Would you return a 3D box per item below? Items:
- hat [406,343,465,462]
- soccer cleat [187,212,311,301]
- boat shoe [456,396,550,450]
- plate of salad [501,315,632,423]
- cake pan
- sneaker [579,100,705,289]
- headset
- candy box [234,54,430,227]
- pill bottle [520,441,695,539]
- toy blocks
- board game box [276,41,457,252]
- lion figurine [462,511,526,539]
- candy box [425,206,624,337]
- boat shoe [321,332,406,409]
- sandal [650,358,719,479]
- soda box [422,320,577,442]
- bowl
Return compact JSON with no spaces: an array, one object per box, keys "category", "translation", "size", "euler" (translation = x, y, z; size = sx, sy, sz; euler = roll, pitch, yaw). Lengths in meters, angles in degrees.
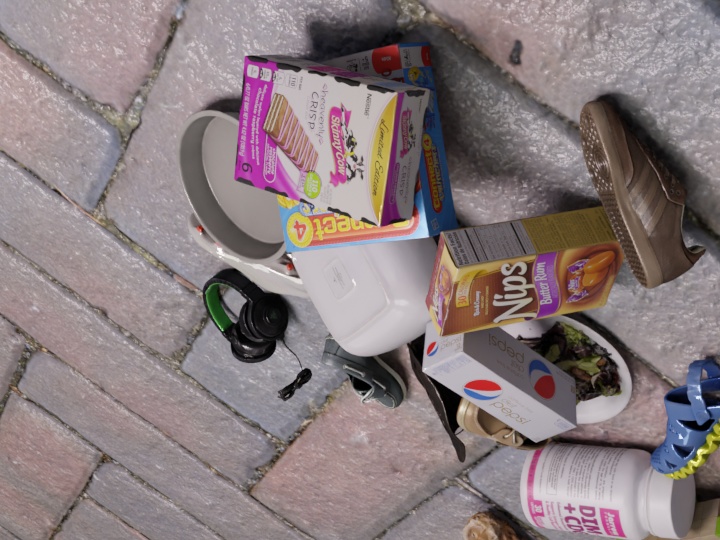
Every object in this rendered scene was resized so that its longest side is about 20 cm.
[{"category":"hat","translation":[0.121,0.143,1.473],"size":[0.201,0.081,0.201],"euler":[63,178,3]},{"category":"soccer cleat","translation":[-0.138,-0.015,1.506],"size":[0.199,0.069,0.078],"euler":[25,145,5]},{"category":"boat shoe","translation":[0.180,0.178,1.406],"size":[0.064,0.072,0.200],"euler":[23,178,32]},{"category":"plate of salad","translation":[0.233,0.127,1.414],"size":[0.199,0.048,0.201],"euler":[19,139,17]},{"category":"cake pan","translation":[-0.144,-0.105,1.393],"size":[0.200,0.037,0.201],"euler":[27,133,32]},{"category":"sneaker","translation":[0.281,-0.085,1.149],"size":[0.070,0.075,0.201],"euler":[-132,18,-74]},{"category":"headset","translation":[-0.149,0.091,1.603],"size":[0.200,0.094,0.124],"euler":[41,143,8]},{"category":"candy box","translation":[-0.034,-0.136,1.172],"size":[0.199,0.061,0.137],"euler":[18,111,33]},{"category":"pill bottle","translation":[0.315,0.282,1.469],"size":[0.199,0.114,0.114],"euler":[-1,131,35]},{"category":"toy blocks","translation":[0.451,0.362,1.494],"size":[0.136,0.100,0.200],"euler":[33,144,-19]},{"category":"board game box","translation":[-0.007,-0.127,1.228],"size":[0.199,0.056,0.197],"euler":[-6,97,38]},{"category":"lion figurine","translation":[0.240,0.429,1.730],"size":[0.199,0.073,0.123],"euler":[18,132,-4]},{"category":"candy box","translation":[0.175,0.001,1.219],"size":[0.199,0.057,0.117],"euler":[-9,142,-14]},{"category":"boat shoe","translation":[0.001,0.144,1.554],"size":[0.073,0.062,0.200],"euler":[13,154,32]},{"category":"sandal","translation":[0.388,0.166,1.333],"size":[0.087,0.080,0.200],"euler":[32,134,6]},{"category":"soda box","translation":[0.163,0.120,1.317],"size":[0.200,0.068,0.064],"euler":[34,135,-30]},{"category":"bowl","translation":[0.000,0.000,1.352],"size":[0.200,0.074,0.201],"euler":[-39,78,50]}]
